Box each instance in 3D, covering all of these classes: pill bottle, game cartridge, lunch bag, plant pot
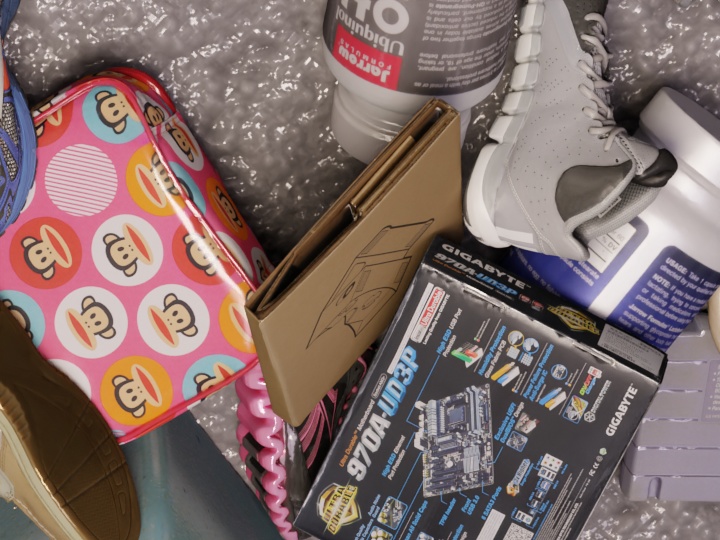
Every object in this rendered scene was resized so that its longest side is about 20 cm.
[{"bbox_3d":[0.160,-0.007,1.631,0.115,0.116,0.200,33,105,-22],"label":"pill bottle"},{"bbox_3d":[0.274,0.089,1.742,0.199,0.038,0.130,2,110,-11],"label":"game cartridge"},{"bbox_3d":[0.037,-0.160,1.532,0.110,0.111,0.201,2,128,-11],"label":"pill bottle"},{"bbox_3d":[-0.156,0.000,1.566,0.176,0.082,0.201,-30,96,13],"label":"lunch bag"},{"bbox_3d":[-0.147,0.221,1.633,0.195,0.200,0.197,-33,115,7],"label":"plant pot"}]

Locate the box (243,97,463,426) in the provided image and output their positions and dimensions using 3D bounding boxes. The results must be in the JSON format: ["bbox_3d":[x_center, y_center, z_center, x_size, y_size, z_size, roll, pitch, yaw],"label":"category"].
[{"bbox_3d":[0.000,0.000,1.538,0.021,0.200,0.164,39,77,14],"label":"box"}]

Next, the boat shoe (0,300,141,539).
[{"bbox_3d":[-0.203,0.089,1.534,0.066,0.074,0.201,-30,97,37],"label":"boat shoe"}]

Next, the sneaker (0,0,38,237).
[{"bbox_3d":[-0.230,-0.111,1.488,0.075,0.078,0.201,-3,94,17],"label":"sneaker"}]

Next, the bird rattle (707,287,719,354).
[{"bbox_3d":[0.300,0.024,1.676,0.162,0.113,0.201,-3,108,9],"label":"bird rattle"}]

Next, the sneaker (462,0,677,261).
[{"bbox_3d":[0.144,-0.098,1.564,0.075,0.115,0.201,15,93,-58],"label":"sneaker"}]

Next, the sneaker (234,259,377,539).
[{"bbox_3d":[-0.031,0.078,1.665,0.095,0.079,0.201,-13,118,-17],"label":"sneaker"}]

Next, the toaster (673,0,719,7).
[{"bbox_3d":[0.230,-0.247,1.539,0.129,0.114,0.200,36,102,-26],"label":"toaster"}]

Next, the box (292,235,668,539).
[{"bbox_3d":[0.070,0.103,1.589,0.158,0.046,0.201,26,114,3],"label":"box"}]
